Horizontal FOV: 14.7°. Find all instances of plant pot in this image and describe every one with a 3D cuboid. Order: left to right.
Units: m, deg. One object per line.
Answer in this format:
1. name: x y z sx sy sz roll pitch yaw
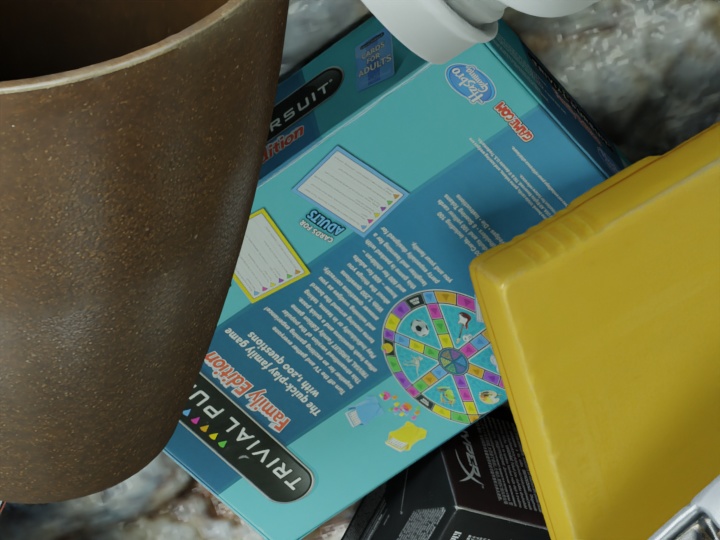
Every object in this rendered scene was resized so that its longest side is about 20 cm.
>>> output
1. plant pot: -0.109 -0.028 0.902 0.187 0.187 0.200 -7 128 -6

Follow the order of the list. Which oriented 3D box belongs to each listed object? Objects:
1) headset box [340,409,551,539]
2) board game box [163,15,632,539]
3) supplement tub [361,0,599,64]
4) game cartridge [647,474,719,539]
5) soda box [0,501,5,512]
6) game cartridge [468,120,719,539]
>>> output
1. headset box: 0.090 0.147 1.152 0.200 0.077 0.149 13 123 -22
2. board game box: 0.000 0.000 1.037 0.200 0.047 0.151 -34 127 15
3. supplement tub: 0.072 -0.169 0.859 0.200 0.145 0.145 -34 126 14
4. game cartridge: 0.114 0.146 1.049 0.200 0.042 0.133 -44 155 13
5. soda box: -0.194 0.120 1.077 0.064 0.068 0.200 17 122 -20
6. game cartridge: 0.146 0.022 1.044 0.200 0.032 0.176 -28 125 -15
